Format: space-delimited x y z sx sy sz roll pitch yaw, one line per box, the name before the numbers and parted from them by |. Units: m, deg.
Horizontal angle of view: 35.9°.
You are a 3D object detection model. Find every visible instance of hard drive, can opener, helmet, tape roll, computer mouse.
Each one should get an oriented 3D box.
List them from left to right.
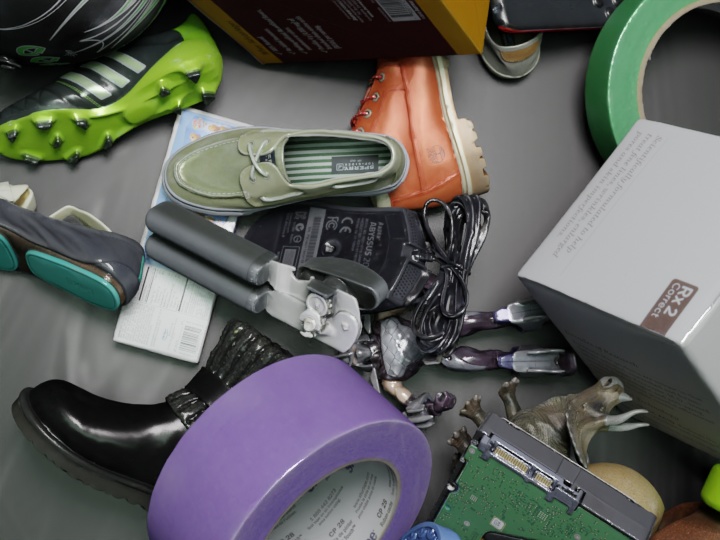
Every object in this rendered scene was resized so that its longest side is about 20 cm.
helmet | -0.228 -0.261 0.843 0.189 0.200 0.201 -17 86 10
can opener | -0.077 0.002 0.851 0.199 0.053 0.066 23 37 19
tape roll | -0.048 0.167 0.808 0.200 0.200 0.085 -47 53 -8
computer mouse | 0.000 0.000 0.886 0.199 0.053 0.139 7 67 20
hard drive | 0.114 0.213 0.828 0.139 0.201 0.038 31 40 12
tape roll | 0.289 -0.151 0.929 0.199 0.048 0.202 -2 98 -12

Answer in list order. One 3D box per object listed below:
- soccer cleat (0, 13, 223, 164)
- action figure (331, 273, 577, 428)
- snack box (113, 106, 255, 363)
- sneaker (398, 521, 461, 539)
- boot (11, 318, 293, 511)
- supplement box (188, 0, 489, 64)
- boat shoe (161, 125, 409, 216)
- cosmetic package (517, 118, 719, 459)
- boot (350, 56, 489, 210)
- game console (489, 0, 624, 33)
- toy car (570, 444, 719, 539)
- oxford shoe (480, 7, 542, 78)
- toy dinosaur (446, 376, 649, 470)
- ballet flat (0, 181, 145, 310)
soccer cleat | -0.208 -0.146 0.904 0.199 0.068 0.081 -20 56 1
action figure | 0.073 0.057 0.903 0.198 0.069 0.131 -6 90 -3
snack box | -0.140 -0.030 0.912 0.071 0.024 0.201 15 83 -3
sneaker | 0.041 0.274 0.846 0.077 0.070 0.201 19 119 -17
boot | -0.141 0.099 0.855 0.210 0.079 0.158 31 96 -17
supplement box | -0.025 -0.256 0.819 0.199 0.197 0.134 3 76 27
boat shoe | -0.062 -0.086 0.869 0.198 0.062 0.073 -6 81 6
cosmetic package | 0.260 0.022 0.830 0.165 0.165 0.200 -50 126 -11
boot | 0.026 -0.144 0.919 0.107 0.075 0.201 -18 86 -1
game console | 0.166 -0.298 0.934 0.176 0.031 0.201 -8 84 -32
toy car | 0.207 0.205 0.884 0.199 0.158 0.165 25 91 23
oxford shoe | 0.109 -0.263 0.945 0.075 0.058 0.201 -18 85 -5
toy dinosaur | 0.119 0.152 0.848 0.102 0.077 0.201 44 118 28
ballet flat | -0.260 -0.029 0.883 0.199 0.073 0.073 19 82 9
